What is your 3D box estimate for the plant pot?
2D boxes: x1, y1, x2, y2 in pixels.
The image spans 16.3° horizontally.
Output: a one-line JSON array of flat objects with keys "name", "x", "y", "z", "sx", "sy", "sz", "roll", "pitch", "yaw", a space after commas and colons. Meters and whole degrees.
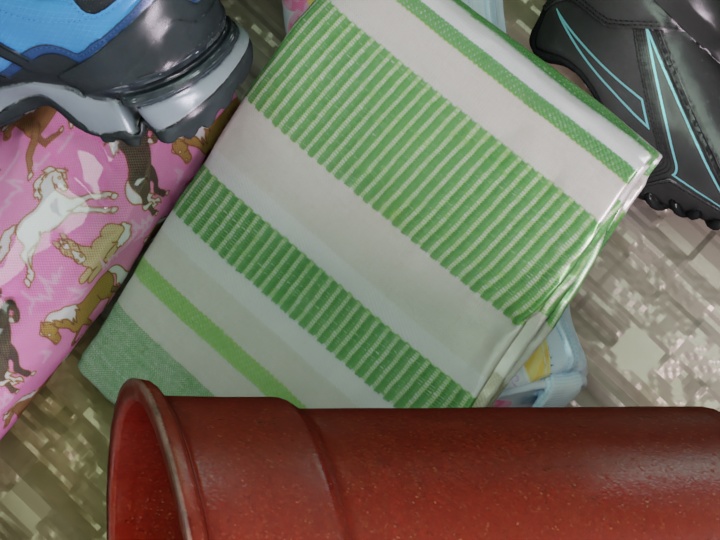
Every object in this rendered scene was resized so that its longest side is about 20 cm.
[{"name": "plant pot", "x": 0.030, "y": 0.126, "z": 0.802, "sx": 0.194, "sy": 0.201, "sz": 0.202, "roll": -5, "pitch": 81, "yaw": -13}]

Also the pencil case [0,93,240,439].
[{"name": "pencil case", "x": -0.129, "y": -0.015, "z": 0.948, "sx": 0.086, "sy": 0.083, "sz": 0.200, "roll": 39, "pitch": 84, "yaw": -8}]

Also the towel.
[{"name": "towel", "x": 0.000, "y": 0.000, "z": 0.901, "sx": 0.152, "sy": 0.023, "sz": 0.201, "roll": 40, "pitch": 107, "yaw": 23}]

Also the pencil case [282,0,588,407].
[{"name": "pencil case", "x": 0.029, "y": -0.040, "z": 0.946, "sx": 0.090, "sy": 0.083, "sz": 0.202, "roll": -13, "pitch": 82, "yaw": 22}]

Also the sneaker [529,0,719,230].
[{"name": "sneaker", "x": 0.147, "y": -0.045, "z": 0.963, "sx": 0.079, "sy": 0.075, "sz": 0.200, "roll": -40, "pitch": 85, "yaw": 20}]

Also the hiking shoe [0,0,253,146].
[{"name": "hiking shoe", "x": -0.134, "y": -0.093, "z": 0.879, "sx": 0.198, "sy": 0.087, "sz": 0.075, "roll": -4, "pitch": 36, "yaw": 23}]
